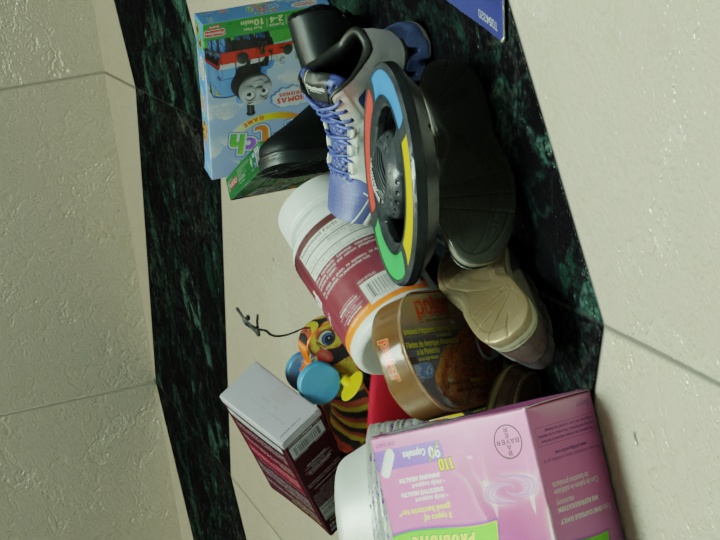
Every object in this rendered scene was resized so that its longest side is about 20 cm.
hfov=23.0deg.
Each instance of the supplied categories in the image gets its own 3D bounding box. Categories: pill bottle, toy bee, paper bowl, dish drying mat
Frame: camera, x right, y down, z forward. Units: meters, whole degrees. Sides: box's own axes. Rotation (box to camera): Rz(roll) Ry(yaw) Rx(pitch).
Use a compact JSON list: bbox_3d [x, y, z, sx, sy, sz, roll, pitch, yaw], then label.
[{"bbox_3d":[0.000,0.000,1.822,0.200,0.114,0.114,57,155,34],"label":"pill bottle"},{"bbox_3d":[-0.030,0.096,1.920,0.131,0.109,0.200,46,171,48],"label":"toy bee"},{"bbox_3d":[0.035,0.256,1.835,0.201,0.104,0.201,-9,-90,-82],"label":"paper bowl"},{"bbox_3d":[0.043,0.156,1.901,0.200,0.077,0.018,94,153,-44],"label":"dish drying mat"}]

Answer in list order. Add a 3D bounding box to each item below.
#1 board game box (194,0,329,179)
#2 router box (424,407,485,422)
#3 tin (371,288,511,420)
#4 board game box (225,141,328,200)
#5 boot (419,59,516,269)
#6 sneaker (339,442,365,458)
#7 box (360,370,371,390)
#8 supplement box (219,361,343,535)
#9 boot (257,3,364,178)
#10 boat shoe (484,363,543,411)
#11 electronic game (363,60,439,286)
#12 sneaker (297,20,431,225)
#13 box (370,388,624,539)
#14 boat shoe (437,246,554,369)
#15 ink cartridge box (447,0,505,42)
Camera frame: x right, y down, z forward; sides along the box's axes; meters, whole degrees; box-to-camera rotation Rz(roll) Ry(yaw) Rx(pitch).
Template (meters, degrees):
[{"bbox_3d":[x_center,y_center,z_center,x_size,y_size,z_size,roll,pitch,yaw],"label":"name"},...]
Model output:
[{"bbox_3d":[-0.108,-0.210,2.027,0.037,0.151,0.200,-123,26,-50],"label":"board game box"},{"bbox_3d":[0.120,0.221,1.721,0.157,0.052,0.200,-168,67,-74],"label":"router box"},{"bbox_3d":[0.073,0.073,1.572,0.200,0.042,0.112,-2,-106,-61],"label":"tin"},{"bbox_3d":[-0.067,-0.120,1.978,0.200,0.135,0.029,150,107,-73],"label":"board game box"},{"bbox_3d":[0.082,-0.069,1.607,0.154,0.073,0.204,111,153,-61],"label":"boot"},{"bbox_3d":[-0.031,0.188,2.072,0.200,0.090,0.070,62,-165,11],"label":"sneaker"},{"bbox_3d":[0.013,0.062,1.982,0.200,0.050,0.158,-126,28,-55],"label":"box"},{"bbox_3d":[-0.074,0.199,1.964,0.109,0.061,0.200,34,159,35],"label":"supplement box"},{"bbox_3d":[-0.051,-0.185,1.813,0.076,0.200,0.168,-16,88,37],"label":"boot"},{"bbox_3d":[0.151,0.183,1.584,0.068,0.072,0.200,9,104,38],"label":"boat shoe"},{"bbox_3d":[0.031,-0.085,1.566,0.200,0.042,0.200,174,90,-79],"label":"electronic game"},{"bbox_3d":[-0.015,-0.149,1.692,0.081,0.115,0.200,28,108,45],"label":"sneaker"},{"bbox_3d":[0.121,0.217,1.498,0.176,0.097,0.200,-15,86,42],"label":"box"},{"bbox_3d":[0.121,0.027,1.552,0.065,0.072,0.200,50,-174,-26],"label":"boat shoe"},{"bbox_3d":[0.069,-0.317,1.537,0.196,0.043,0.200,-130,34,-59],"label":"ink cartridge box"}]
